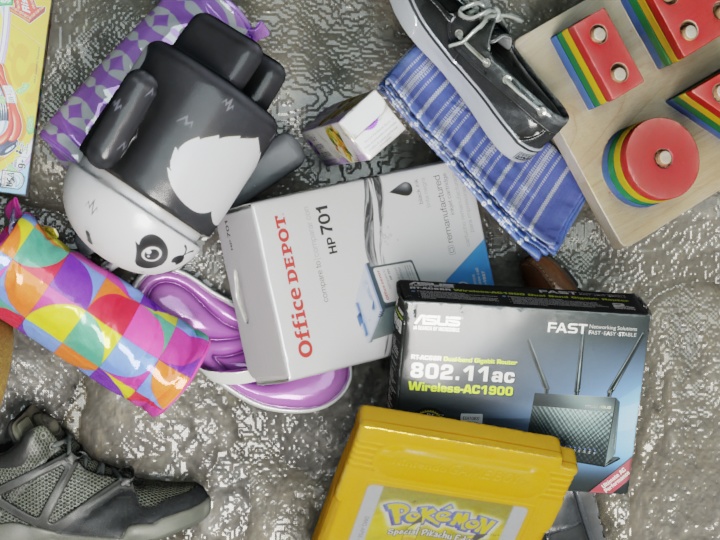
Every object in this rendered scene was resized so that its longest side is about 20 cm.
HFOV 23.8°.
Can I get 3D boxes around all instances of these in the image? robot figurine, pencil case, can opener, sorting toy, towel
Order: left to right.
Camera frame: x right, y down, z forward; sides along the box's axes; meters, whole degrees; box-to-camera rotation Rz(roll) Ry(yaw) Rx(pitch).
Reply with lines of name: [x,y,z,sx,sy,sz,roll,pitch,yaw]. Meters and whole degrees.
pencil case: [-0.215,0.031,1.352,0.200,0.088,0.089,37,85,-12]
pencil case: [-0.172,-0.148,1.391,0.085,0.084,0.200,38,85,28]
robot figurine: [-0.141,-0.093,1.308,0.150,0.125,0.201,34,88,-23]
can opener: [-0.143,-0.063,1.412,0.199,0.053,0.067,-35,95,-8]
towel: [0.109,-0.111,1.416,0.200,0.145,0.024,47,126,-6]
sorting toy: [0.260,-0.154,1.443,0.199,0.070,0.200,-31,94,-18]

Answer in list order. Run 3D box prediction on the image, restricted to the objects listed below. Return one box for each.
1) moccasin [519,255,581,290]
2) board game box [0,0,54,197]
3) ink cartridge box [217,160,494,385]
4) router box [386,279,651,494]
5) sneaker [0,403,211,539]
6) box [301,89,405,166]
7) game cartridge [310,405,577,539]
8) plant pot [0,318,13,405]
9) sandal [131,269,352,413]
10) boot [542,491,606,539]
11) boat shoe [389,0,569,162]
moccasin: [0.165,0.087,1.451,0.077,0.074,0.203,-14,102,-16]
board game box: [-0.326,-0.169,1.395,0.133,0.034,0.202,7,89,-8]
ink cartridge box: [0.000,0.000,1.394,0.199,0.086,0.148,-14,92,-26]
router box: [0.121,0.091,1.339,0.198,0.062,0.151,3,105,-5]
sneaker: [-0.222,0.167,1.389,0.198,0.076,0.115,-2,97,-3]
box: [-0.009,-0.111,1.357,0.041,0.200,0.039,-40,98,-6]
game cartridge: [0.059,0.194,1.330,0.175,0.033,0.201,10,132,-10]
plant pot: [-0.380,0.062,1.331,0.199,0.186,0.188,13,88,-23]
sandal: [-0.102,0.063,1.419,0.201,0.050,0.083,24,87,-8]
boot: [0.109,0.253,1.438,0.199,0.066,0.166,-19,114,-1]
boat shoe: [0.097,-0.186,1.401,0.068,0.073,0.200,-42,74,34]
